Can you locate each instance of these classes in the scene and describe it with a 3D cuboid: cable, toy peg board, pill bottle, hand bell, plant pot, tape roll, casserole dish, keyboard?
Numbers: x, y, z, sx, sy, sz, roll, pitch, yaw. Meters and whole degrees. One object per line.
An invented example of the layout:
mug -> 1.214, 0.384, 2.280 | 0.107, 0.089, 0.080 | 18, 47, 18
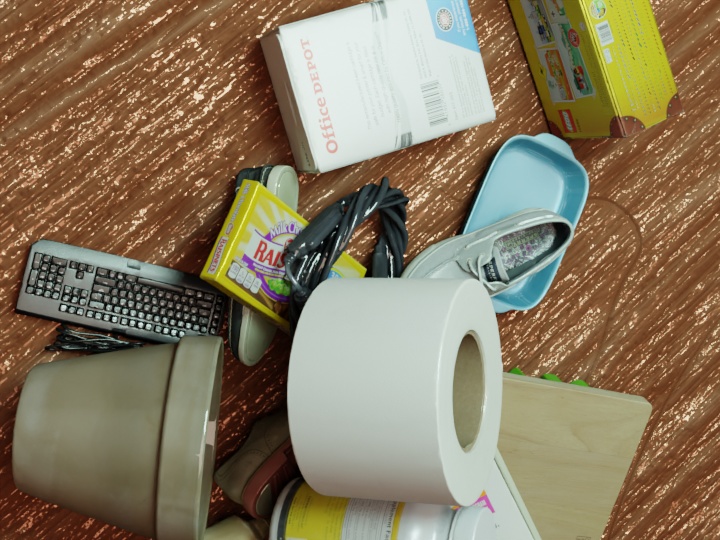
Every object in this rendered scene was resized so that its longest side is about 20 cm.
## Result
cable -> 0.000, 0.000, 1.150 | 0.200, 0.051, 0.163 | -49, 134, -36
toy peg board -> 0.182, 0.199, 1.266 | 0.200, 0.098, 0.200 | 11, 107, -19
pill bottle -> 0.022, 0.258, 1.096 | 0.200, 0.112, 0.112 | 0, 97, 22
hand bell -> -0.088, 0.252, 1.180 | 0.200, 0.104, 0.104 | -34, 105, -25
plant pot -> -0.223, 0.155, 1.073 | 0.173, 0.200, 0.201 | 5, 94, -3
tape roll -> 0.036, 0.107, 1.044 | 0.139, 0.203, 0.203 | 0, 97, 21
casserole dish -> 0.169, -0.052, 1.253 | 0.121, 0.039, 0.200 | 24, 88, -20
keyboard -> -0.230, 0.041, 1.124 | 0.200, 0.040, 0.104 | 14, 90, -19

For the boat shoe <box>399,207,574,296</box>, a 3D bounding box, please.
boat shoe -> 0.129, -0.009, 1.186 | 0.201, 0.071, 0.070 | -28, 102, -14

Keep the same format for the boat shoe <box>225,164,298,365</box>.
boat shoe -> -0.113, -0.008, 1.148 | 0.066, 0.074, 0.200 | 10, 95, 22

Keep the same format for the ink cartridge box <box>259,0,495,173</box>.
ink cartridge box -> 0.018, -0.194, 1.161 | 0.200, 0.086, 0.147 | -18, 101, -15

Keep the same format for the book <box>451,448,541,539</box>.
book -> 0.083, 0.221, 1.156 | 0.133, 0.048, 0.200 | -29, 80, 13

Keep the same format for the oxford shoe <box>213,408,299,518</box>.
oxford shoe -> -0.068, 0.156, 1.176 | 0.200, 0.075, 0.071 | -44, 144, -29

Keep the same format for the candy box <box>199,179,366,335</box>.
candy box -> -0.069, 0.002, 1.124 | 0.200, 0.026, 0.102 | 38, 68, -50

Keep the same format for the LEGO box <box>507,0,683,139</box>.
LEGO box -> 0.235, -0.241, 1.199 | 0.077, 0.149, 0.200 | -25, 103, -16
